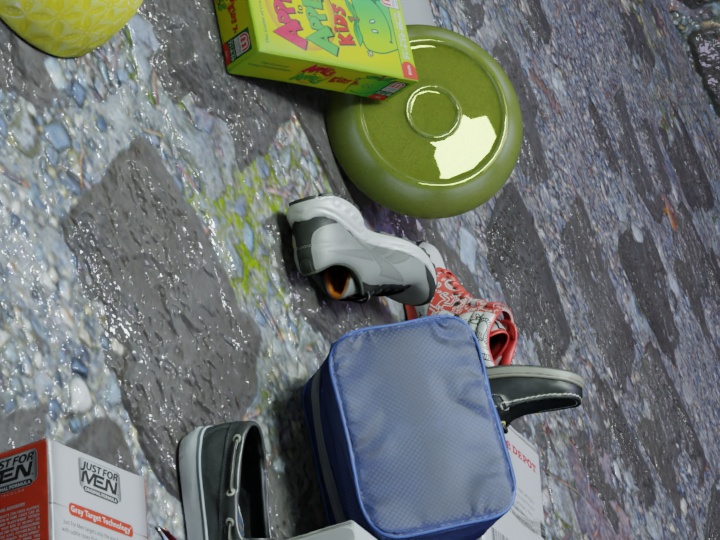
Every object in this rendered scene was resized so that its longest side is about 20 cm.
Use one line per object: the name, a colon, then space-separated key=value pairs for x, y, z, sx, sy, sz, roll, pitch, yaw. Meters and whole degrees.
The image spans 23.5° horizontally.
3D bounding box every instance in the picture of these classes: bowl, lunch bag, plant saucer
bowl: x=-0.205 y=-0.269 z=1.273 sx=0.200 sy=0.107 sz=0.201 roll=47 pitch=32 yaw=-42
lunch bag: x=0.037 y=0.150 z=1.410 sx=0.132 sy=0.135 sz=0.201 roll=122 pitch=-41 yaw=-66
plant saucer: x=0.067 y=-0.150 z=1.687 sx=0.031 sy=0.199 sz=0.201 roll=133 pitch=-58 yaw=-73

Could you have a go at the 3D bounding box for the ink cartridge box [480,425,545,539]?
ink cartridge box: x=0.108 y=0.239 z=1.588 sx=0.145 sy=0.084 sz=0.201 roll=43 pitch=36 yaw=-47

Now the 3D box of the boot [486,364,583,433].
boot: x=0.100 y=0.167 z=1.502 sx=0.074 sy=0.203 sz=0.154 roll=67 pitch=17 yaw=-67

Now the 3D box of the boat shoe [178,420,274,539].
boat shoe: x=-0.085 y=0.203 z=1.234 sx=0.069 sy=0.056 sz=0.201 roll=21 pitch=53 yaw=-60

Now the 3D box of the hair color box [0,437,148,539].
hair color box: x=-0.175 y=0.212 z=1.029 sx=0.101 sy=0.061 sz=0.201 roll=35 pitch=43 yaw=-53

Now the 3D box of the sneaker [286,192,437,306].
sneaker: x=0.000 y=0.000 z=1.569 sx=0.200 sy=0.074 sz=0.080 roll=28 pitch=56 yaw=-49

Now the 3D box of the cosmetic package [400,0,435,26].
cosmetic package: x=0.025 y=-0.246 z=1.788 sx=0.113 sy=0.081 sz=0.201 roll=13 pitch=62 yaw=-62

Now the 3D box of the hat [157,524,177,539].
hat: x=-0.104 y=0.320 z=1.155 sx=0.200 sy=0.176 sz=0.166 roll=-51 pitch=129 yaw=-19

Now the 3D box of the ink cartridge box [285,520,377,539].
ink cartridge box: x=0.011 y=0.304 z=1.332 sx=0.200 sy=0.084 sz=0.145 roll=45 pitch=34 yaw=-45

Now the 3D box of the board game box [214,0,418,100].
board game box: x=-0.041 y=-0.223 z=1.591 sx=0.200 sy=0.048 sz=0.102 roll=5 pitch=67 yaw=-44

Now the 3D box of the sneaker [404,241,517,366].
sneaker: x=0.099 y=0.042 z=1.691 sx=0.067 sy=0.108 sz=0.202 roll=49 pitch=31 yaw=-39
